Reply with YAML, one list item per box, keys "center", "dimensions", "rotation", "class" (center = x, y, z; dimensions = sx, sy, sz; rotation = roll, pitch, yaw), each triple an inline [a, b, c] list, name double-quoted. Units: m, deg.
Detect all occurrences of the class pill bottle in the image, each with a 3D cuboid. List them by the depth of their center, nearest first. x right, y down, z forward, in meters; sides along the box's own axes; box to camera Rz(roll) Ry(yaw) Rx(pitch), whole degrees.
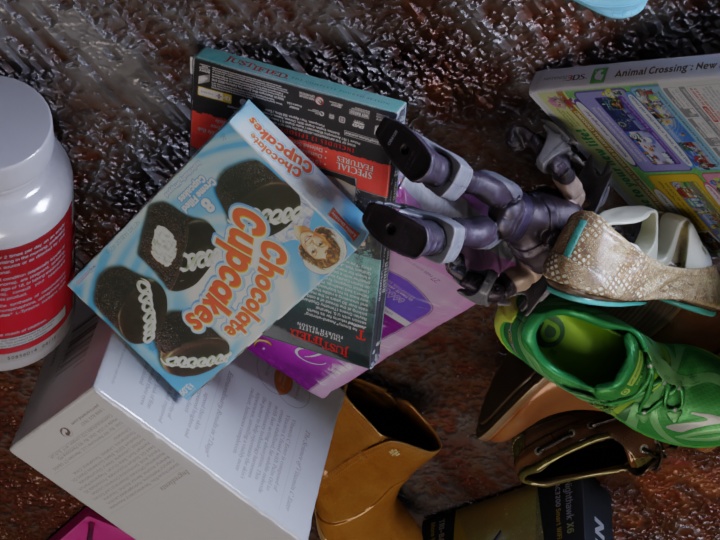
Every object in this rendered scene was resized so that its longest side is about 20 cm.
- center: [-0.247, -0.032, 1.470]
  dimensions: [0.111, 0.113, 0.201]
  rotation: [5, 141, -3]
  class: "pill bottle"

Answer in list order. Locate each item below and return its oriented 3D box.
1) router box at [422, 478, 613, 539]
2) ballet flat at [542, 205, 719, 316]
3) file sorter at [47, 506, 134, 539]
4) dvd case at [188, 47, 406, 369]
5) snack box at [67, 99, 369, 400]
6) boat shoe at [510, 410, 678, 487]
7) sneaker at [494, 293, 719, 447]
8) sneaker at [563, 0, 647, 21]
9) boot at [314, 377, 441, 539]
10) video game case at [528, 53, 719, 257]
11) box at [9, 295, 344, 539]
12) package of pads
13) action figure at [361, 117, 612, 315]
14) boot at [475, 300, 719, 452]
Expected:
- center: [0.125, 0.274, 1.748]
  dimensions: [0.156, 0.201, 0.052]
  rotation: [-22, 136, 27]
  class: "router box"
- center: [0.193, -0.008, 1.449]
  dimensions: [0.070, 0.066, 0.199]
  rotation: [22, -170, 33]
  class: "ballet flat"
- center: [-0.189, 0.317, 1.882]
  dimensions: [0.199, 0.126, 0.139]
  rotation: [26, 136, -26]
  class: "file sorter"
- center: [-0.047, -0.039, 1.442]
  dimensions: [0.145, 0.022, 0.201]
  rotation: [16, 124, 16]
  class: "dvd case"
- center: [-0.095, -0.010, 1.446]
  dimensions: [0.116, 0.037, 0.200]
  rotation: [44, 128, -6]
  class: "snack box"
- center: [0.212, 0.125, 1.665]
  dimensions: [0.199, 0.068, 0.072]
  rotation: [-14, 136, 18]
  class: "boat shoe"
- center: [0.184, 0.074, 1.501]
  dimensions: [0.199, 0.084, 0.075]
  rotation: [23, 99, -10]
  class: "sneaker"
- center: [0.103, -0.222, 1.260]
  dimensions: [0.199, 0.080, 0.096]
  rotation: [16, 130, -28]
  class: "sneaker"
- center: [0.017, 0.164, 1.720]
  dimensions: [0.201, 0.071, 0.144]
  rotation: [38, 136, -27]
  class: "boot"
- center: [0.232, -0.070, 1.412]
  dimensions: [0.181, 0.022, 0.200]
  rotation: [-1, 147, 43]
  class: "video game case"
- center: [-0.128, 0.108, 1.578]
  dimensions: [0.200, 0.153, 0.106]
  rotation: [39, 130, -22]
  class: "box"
- center: [0.000, 0.000, 1.523]
  dimensions: [0.120, 0.076, 0.199]
  rotation: [36, 131, -29]
  class: "package of pads"
- center: [0.087, -0.039, 1.411]
  dimensions: [0.069, 0.131, 0.199]
  rotation: [27, -171, 41]
  class: "action figure"
- center: [0.193, 0.087, 1.602]
  dimensions: [0.155, 0.077, 0.200]
  rotation: [33, 114, -19]
  class: "boot"
